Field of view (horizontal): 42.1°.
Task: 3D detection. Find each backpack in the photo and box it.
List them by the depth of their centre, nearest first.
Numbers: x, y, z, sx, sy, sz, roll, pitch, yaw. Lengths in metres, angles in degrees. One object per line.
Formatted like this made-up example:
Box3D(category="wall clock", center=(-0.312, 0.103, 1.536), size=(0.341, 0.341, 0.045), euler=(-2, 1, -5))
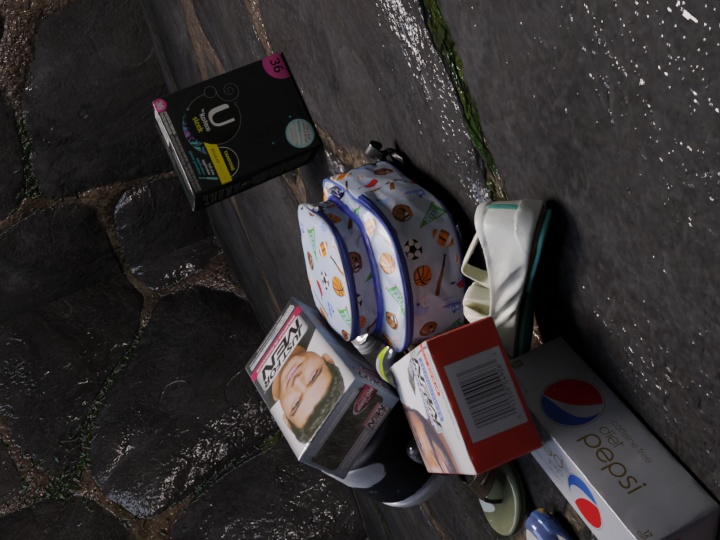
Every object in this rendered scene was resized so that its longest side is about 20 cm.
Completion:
Box3D(category="backpack", center=(0.028, -0.010, 0.966), size=(0.190, 0.154, 0.201), euler=(27, 137, 56))

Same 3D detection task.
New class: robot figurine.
Box3D(category="robot figurine", center=(0.021, 0.193, 1.072), size=(0.200, 0.125, 0.151), euler=(38, -162, -40))

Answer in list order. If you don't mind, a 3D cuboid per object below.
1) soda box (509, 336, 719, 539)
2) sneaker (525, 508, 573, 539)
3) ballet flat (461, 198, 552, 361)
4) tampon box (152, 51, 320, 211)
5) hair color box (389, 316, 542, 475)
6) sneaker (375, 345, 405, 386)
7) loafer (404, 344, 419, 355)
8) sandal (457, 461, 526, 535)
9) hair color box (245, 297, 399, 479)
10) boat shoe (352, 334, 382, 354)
Box3D(category="soda box", center=(0.185, 0.144, 0.731), size=(0.200, 0.068, 0.064), euler=(54, 162, 46))
Box3D(category="sneaker", center=(0.203, 0.356, 1.008), size=(0.075, 0.088, 0.201), euler=(-145, 35, -71))
Box3D(category="ballet flat", center=(0.116, 0.013, 0.775), size=(0.200, 0.069, 0.070), euler=(86, 158, -49))
Box3D(category="tampon box", center=(-0.183, -0.201, 1.373), size=(0.150, 0.199, 0.126), euler=(65, 168, 1))
Box3D(category="hair color box", center=(0.083, 0.115, 0.811), size=(0.200, 0.064, 0.111), euler=(113, 137, -77))
Box3D(category="sneaker", center=(0.081, 0.163, 1.250), size=(0.081, 0.074, 0.200), euler=(43, 162, 47))
Box3D(category="loafer", center=(0.082, 0.128, 1.147), size=(0.201, 0.069, 0.075), euler=(66, 168, 3))
Box3D(category="sandal", center=(0.133, 0.216, 1.081), size=(0.080, 0.057, 0.202), euler=(-1, 111, 58))
Box3D(category="hair color box", center=(-0.046, 0.116, 0.974), size=(0.061, 0.099, 0.200), euler=(30, -173, -30))
Box3D(category="boat shoe", center=(0.000, 0.000, 1.103), size=(0.072, 0.068, 0.201), euler=(12, 97, 31))
